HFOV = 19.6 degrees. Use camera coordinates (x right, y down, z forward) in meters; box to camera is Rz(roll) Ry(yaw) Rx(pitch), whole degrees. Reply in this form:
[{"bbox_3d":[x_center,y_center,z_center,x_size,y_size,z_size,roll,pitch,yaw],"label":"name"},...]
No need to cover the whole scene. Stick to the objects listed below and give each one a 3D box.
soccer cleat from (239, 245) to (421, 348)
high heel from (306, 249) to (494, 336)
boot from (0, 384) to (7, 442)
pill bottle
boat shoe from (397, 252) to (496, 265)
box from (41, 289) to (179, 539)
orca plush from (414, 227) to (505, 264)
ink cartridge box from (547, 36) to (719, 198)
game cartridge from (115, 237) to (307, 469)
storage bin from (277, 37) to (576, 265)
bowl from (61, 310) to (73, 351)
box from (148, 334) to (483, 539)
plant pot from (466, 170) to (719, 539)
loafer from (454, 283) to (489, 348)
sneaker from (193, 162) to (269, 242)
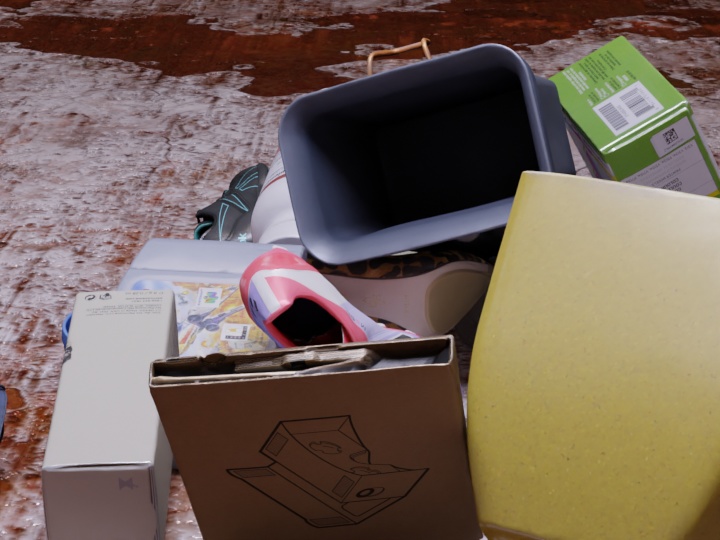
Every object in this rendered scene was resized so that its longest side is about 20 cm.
[{"bbox_3d":[-0.003,0.058,1.415,0.200,0.067,0.077,39,15,-29],"label":"soccer cleat"},{"bbox_3d":[0.000,0.000,1.581,0.142,0.072,0.199,31,35,34],"label":"high heel"},{"bbox_3d":[-0.275,0.098,1.397,0.096,0.075,0.200,13,24,-1],"label":"boot"},{"bbox_3d":[-0.029,-0.057,1.765,0.111,0.113,0.201,4,40,11],"label":"pill bottle"},{"bbox_3d":[0.074,-0.008,1.788,0.198,0.068,0.072,-9,36,15],"label":"boat shoe"},{"bbox_3d":[-0.151,0.095,1.289,0.068,0.083,0.201,-1,29,0],"label":"box"},{"bbox_3d":[0.108,-0.027,1.653,0.198,0.072,0.105,-9,22,27],"label":"orca plush"},{"bbox_3d":[0.230,-0.058,1.589,0.075,0.201,0.148,-29,28,1],"label":"ink cartridge box"},{"bbox_3d":[-0.114,0.053,1.445,0.132,0.042,0.201,5,44,3],"label":"game cartridge"},{"bbox_3d":[0.058,-0.093,1.531,0.198,0.147,0.134,-14,-2,23],"label":"storage bin"},{"bbox_3d":[-0.125,0.058,1.574,0.198,0.040,0.201,0,16,0],"label":"bowl"},{"bbox_3d":[-0.019,0.104,1.153,0.162,0.201,0.021,-5,54,4],"label":"box"},{"bbox_3d":[0.163,0.091,1.150,0.194,0.195,0.201,12,64,32],"label":"plant pot"},{"bbox_3d":[0.155,0.044,1.593,0.062,0.073,0.199,-2,12,-38],"label":"loafer"},{"bbox_3d":[-0.114,-0.049,1.884,0.078,0.076,0.200,-3,16,-7],"label":"sneaker"}]
